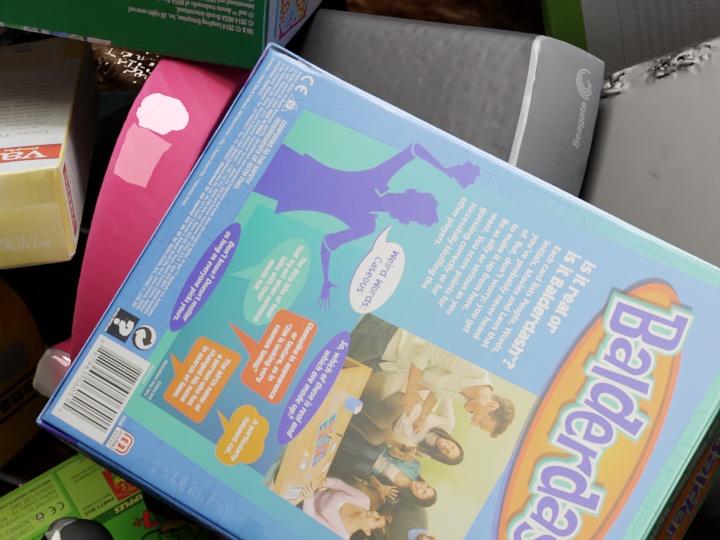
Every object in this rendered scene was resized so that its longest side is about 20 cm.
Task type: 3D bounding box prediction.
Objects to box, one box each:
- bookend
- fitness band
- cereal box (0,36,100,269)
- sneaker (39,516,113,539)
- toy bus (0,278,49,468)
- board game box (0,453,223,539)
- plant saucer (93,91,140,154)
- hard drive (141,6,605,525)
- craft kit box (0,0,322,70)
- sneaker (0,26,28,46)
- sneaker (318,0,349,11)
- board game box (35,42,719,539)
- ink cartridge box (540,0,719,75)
[{"bbox_3d":[0.106,0.035,0.864,0.198,0.092,0.201,-19,59,13],"label":"bookend"},{"bbox_3d":[-0.073,-0.020,0.902,0.037,0.200,0.144,22,99,3],"label":"fitness band"},{"bbox_3d":[-0.175,-0.042,0.906,0.143,0.040,0.200,-7,19,0],"label":"cereal box"},{"bbox_3d":[-0.050,0.173,0.781,0.089,0.070,0.201,-13,74,-15],"label":"sneaker"},{"bbox_3d":[-0.211,0.081,0.910,0.200,0.079,0.065,-39,53,-21],"label":"toy bus"},{"bbox_3d":[-0.115,0.133,0.866,0.199,0.048,0.102,-29,51,-10],"label":"board game box"},{"bbox_3d":[-0.165,-0.037,0.975,0.070,0.019,0.200,1,20,27],"label":"plant saucer"},{"bbox_3d":[0.000,0.000,0.846,0.134,0.042,0.201,11,72,28],"label":"hard drive"},{"bbox_3d":[-0.099,-0.146,0.915,0.199,0.049,0.198,12,32,13],"label":"craft kit box"},{"bbox_3d":[-0.186,-0.147,1.070,0.199,0.115,0.080,-39,52,-18],"label":"sneaker"},{"bbox_3d":[-0.045,-0.126,1.034,0.066,0.091,0.200,-24,50,-8],"label":"sneaker"},{"bbox_3d":[0.017,0.036,0.771,0.199,0.045,0.153,29,81,23],"label":"board game box"},{"bbox_3d":[0.171,-0.108,0.929,0.199,0.148,0.076,-10,48,4],"label":"ink cartridge box"}]
